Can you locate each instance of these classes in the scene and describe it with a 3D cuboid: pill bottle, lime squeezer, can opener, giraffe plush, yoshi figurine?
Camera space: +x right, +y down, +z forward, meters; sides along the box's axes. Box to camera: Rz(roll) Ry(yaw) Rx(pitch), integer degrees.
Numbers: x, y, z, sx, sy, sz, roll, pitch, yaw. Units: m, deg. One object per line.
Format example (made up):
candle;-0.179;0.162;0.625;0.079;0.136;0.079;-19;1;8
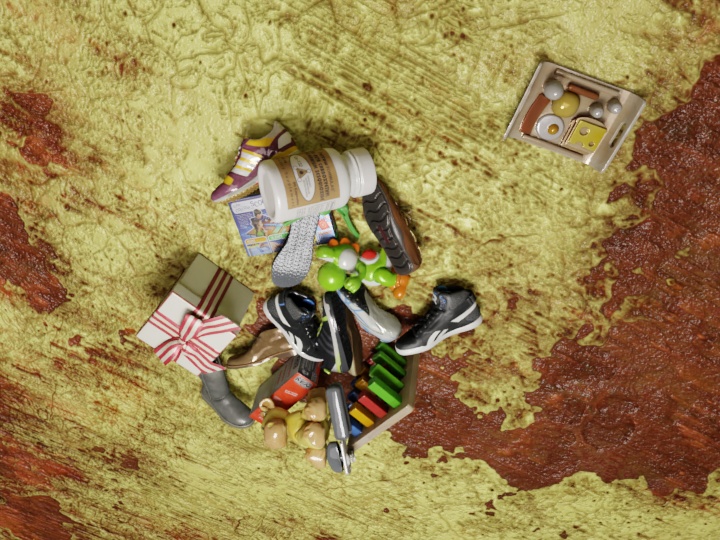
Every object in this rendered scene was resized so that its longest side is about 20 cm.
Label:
pill bottle;-0.078;-0.164;1.074;0.200;0.114;0.114;-16;124;-20
lime squeezer;-0.066;-0.109;1.146;0.200;0.038;0.071;6;125;-47
can opener;-0.049;0.341;1.245;0.066;0.053;0.200;-6;95;9
giraffe plush;-0.153;0.352;1.323;0.162;0.200;0.173;0;80;2
yoshi figurine;-0.006;0.013;1.208;0.200;0.112;0.112;19;143;-13

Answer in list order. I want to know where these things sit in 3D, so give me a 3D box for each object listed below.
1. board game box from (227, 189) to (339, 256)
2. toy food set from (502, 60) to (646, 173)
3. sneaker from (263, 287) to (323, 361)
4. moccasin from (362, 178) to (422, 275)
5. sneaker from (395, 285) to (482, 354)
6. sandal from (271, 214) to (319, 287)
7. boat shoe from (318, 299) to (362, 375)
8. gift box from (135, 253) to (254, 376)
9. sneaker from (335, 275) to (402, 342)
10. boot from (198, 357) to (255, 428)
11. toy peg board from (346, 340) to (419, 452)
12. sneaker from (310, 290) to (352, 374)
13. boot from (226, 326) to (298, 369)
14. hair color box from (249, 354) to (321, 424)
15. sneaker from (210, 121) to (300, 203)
board game box;-0.157;-0.108;1.202;0.200;0.034;0.136;-8;121;11
toy food set;0.372;-0.266;1.025;0.200;0.060;0.144;19;122;-4
sneaker;-0.118;0.124;1.303;0.200;0.073;0.112;46;135;-18
moccasin;0.068;-0.091;1.164;0.074;0.078;0.202;-28;97;39
sneaker;0.153;0.095;1.252;0.200;0.073;0.112;-24;114;-2
sandal;-0.127;-0.053;1.194;0.076;0.043;0.200;18;112;-14
boat shoe;-0.042;0.150;1.334;0.063;0.073;0.200;-6;110;18
gift box;-0.342;0.105;1.269;0.200;0.187;0.185;34;120;-13
sneaker;0.005;0.089;1.287;0.200;0.072;0.072;44;130;-14
boot;-0.330;0.278;1.397;0.182;0.073;0.200;28;136;15
toy peg board;0.025;0.268;1.319;0.098;0.200;0.199;41;118;-13
sneaker;-0.073;0.141;1.256;0.083;0.072;0.200;-3;112;16
boot;-0.233;0.179;1.380;0.200;0.074;0.076;-19;102;11
hair color box;-0.180;0.281;1.408;0.061;0.102;0.200;37;120;-16
sneaker;-0.216;-0.206;1.126;0.200;0.075;0.090;-30;95;6
